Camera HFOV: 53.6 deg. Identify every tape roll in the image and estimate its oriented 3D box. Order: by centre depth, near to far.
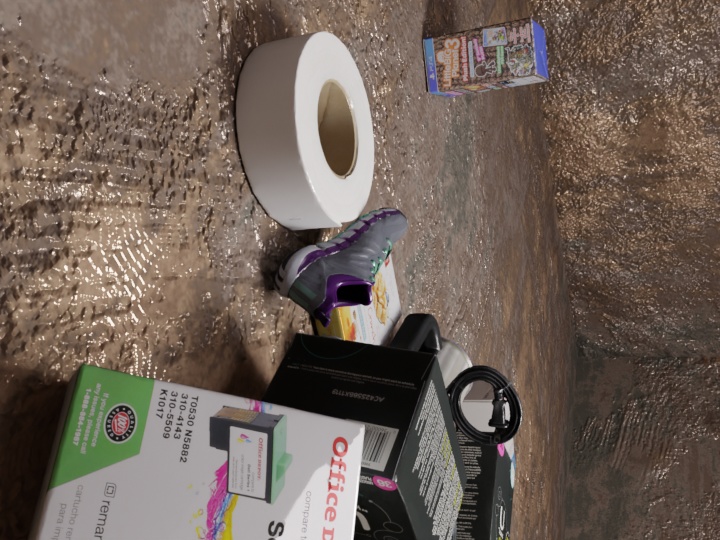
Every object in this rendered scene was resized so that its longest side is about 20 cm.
[{"bbox_3d":[-0.053,-0.149,0.774,0.202,0.070,0.205,-3,90,-68],"label":"tape roll"}]

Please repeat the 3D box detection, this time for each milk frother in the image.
[{"bbox_3d":[0.126,0.169,0.978,0.188,0.198,0.183,-46,148,-60],"label":"milk frother"}]

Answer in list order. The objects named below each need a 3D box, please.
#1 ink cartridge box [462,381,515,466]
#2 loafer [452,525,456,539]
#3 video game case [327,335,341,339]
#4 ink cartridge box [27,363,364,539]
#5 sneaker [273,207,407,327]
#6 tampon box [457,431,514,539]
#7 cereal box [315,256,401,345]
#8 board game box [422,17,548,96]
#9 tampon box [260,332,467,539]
[{"bbox_3d":[0.253,0.334,1.427,0.146,0.083,0.203,-21,105,-66],"label":"ink cartridge box"},{"bbox_3d":[0.053,0.238,0.812,0.072,0.072,0.201,45,19,-44],"label":"loafer"},{"bbox_3d":[-0.027,0.199,0.804,0.182,0.023,0.202,49,56,-55],"label":"video game case"},{"bbox_3d":[-0.105,0.157,0.468,0.198,0.084,0.147,17,66,-23],"label":"ink cartridge box"},{"bbox_3d":[0.000,0.000,0.788,0.199,0.087,0.075,-31,154,-39],"label":"sneaker"},{"bbox_3d":[0.173,0.384,1.157,0.150,0.125,0.202,60,35,-48],"label":"tampon box"},{"bbox_3d":[0.000,0.042,0.915,0.200,0.039,0.146,-52,135,-57],"label":"cereal box"},{"bbox_3d":[0.236,-0.390,1.322,0.159,0.198,0.098,-25,109,-66],"label":"board game box"},{"bbox_3d":[0.004,0.180,0.666,0.201,0.148,0.127,72,33,-41],"label":"tampon box"}]
